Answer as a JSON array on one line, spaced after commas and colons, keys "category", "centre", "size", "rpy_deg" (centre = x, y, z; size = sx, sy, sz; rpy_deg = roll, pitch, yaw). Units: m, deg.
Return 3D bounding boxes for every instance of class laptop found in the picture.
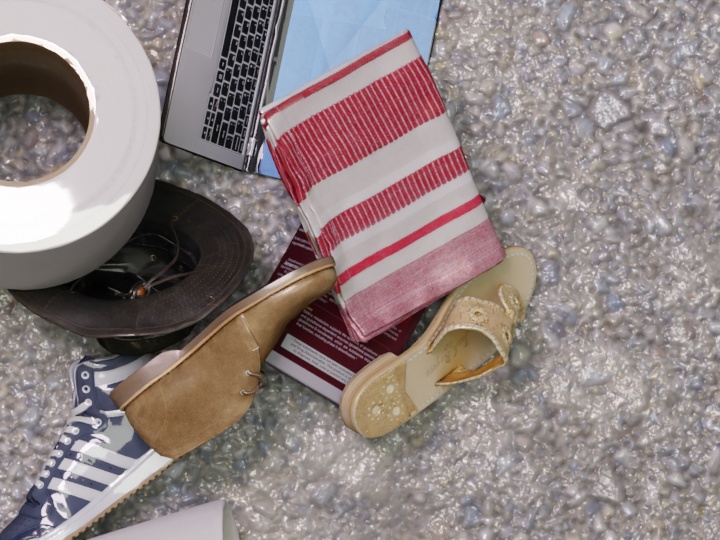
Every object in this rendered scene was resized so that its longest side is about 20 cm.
[{"category": "laptop", "centre": [-0.043, -0.166, 1.700], "size": [0.115, 0.200, 0.188], "rpy_deg": [10, 86, 27]}]

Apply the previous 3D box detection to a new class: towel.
[{"category": "towel", "centre": [0.019, -0.062, 1.660], "size": [0.144, 0.023, 0.201], "rpy_deg": [-31, 110, -19]}]

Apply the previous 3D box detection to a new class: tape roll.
[{"category": "tape roll", "centre": [-0.244, -0.097, 1.572], "size": [0.202, 0.139, 0.204], "rpy_deg": [1, 79, -6]}]

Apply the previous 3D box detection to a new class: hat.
[{"category": "hat", "centre": [-0.178, 0.011, 1.684], "size": [0.200, 0.201, 0.081], "rpy_deg": [-9, 131, -7]}]

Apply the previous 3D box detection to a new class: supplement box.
[{"category": "supplement box", "centre": [0.000, 0.000, 1.708], "size": [0.109, 0.061, 0.201], "rpy_deg": [32, 85, -28]}]

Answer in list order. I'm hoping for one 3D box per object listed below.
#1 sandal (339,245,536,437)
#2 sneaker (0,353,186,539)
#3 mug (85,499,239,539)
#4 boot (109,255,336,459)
[{"category": "sandal", "centre": [0.083, 0.065, 1.698], "size": [0.211, 0.070, 0.078], "rpy_deg": [-38, 125, -23]}, {"category": "sneaker", "centre": [-0.222, 0.138, 1.688], "size": [0.200, 0.070, 0.109], "rpy_deg": [-36, 97, -13]}, {"category": "mug", "centre": [-0.163, 0.277, 1.660], "size": [0.152, 0.149, 0.188], "rpy_deg": [-8, 83, 1]}, {"category": "boot", "centre": [-0.087, 0.065, 1.633], "size": [0.200, 0.074, 0.076], "rpy_deg": [-37, 82, 10]}]
